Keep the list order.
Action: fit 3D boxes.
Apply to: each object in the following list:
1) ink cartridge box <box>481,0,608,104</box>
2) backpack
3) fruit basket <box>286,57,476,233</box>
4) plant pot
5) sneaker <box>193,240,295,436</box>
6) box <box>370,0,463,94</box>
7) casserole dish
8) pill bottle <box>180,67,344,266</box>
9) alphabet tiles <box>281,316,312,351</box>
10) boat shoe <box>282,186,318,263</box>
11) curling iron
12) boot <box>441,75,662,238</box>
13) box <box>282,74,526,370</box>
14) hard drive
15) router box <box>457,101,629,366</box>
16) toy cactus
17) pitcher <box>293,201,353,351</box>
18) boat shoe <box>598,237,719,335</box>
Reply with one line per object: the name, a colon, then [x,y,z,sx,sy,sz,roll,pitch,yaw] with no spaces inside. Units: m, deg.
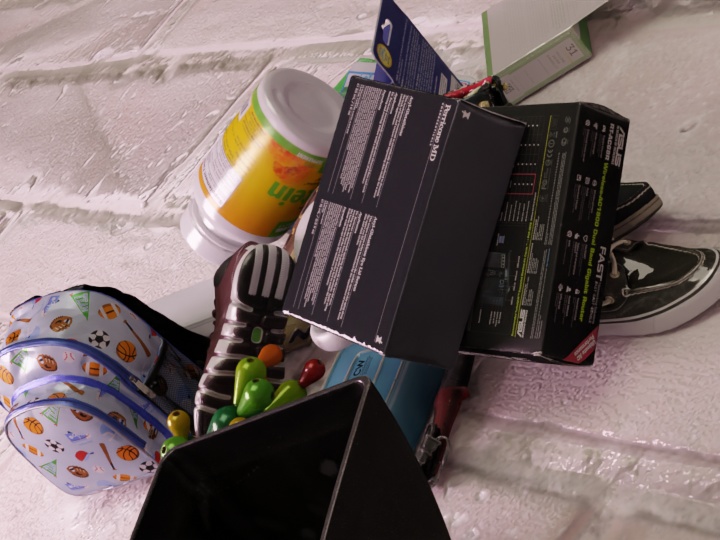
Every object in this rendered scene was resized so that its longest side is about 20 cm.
ink cartridge box: [0.216,-0.264,1.769,0.200,0.048,0.146,-30,29,20]
backpack: [-0.258,0.112,1.666,0.200,0.191,0.154,-24,28,32]
fruit basket: [0.008,-0.119,1.773,0.185,0.094,0.200,13,67,48]
plant pot: [-0.039,0.227,1.231,0.199,0.177,0.200,-23,31,32]
sneaker: [-0.112,0.065,1.630,0.116,0.076,0.200,-144,70,-70]
box: [0.065,-0.155,1.634,0.032,0.200,0.121,-27,30,26]
casserole dish: [0.006,0.113,1.494,0.121,0.039,0.200,-17,35,38]
pill bottle: [-0.098,-0.096,1.753,0.200,0.111,0.111,-50,18,35]
alphabet tiles: [-0.106,0.056,1.758,0.200,0.006,0.167,-16,36,39]
boat shoe: [-0.022,-0.063,1.694,0.200,0.072,0.068,-57,34,7]
curling iron: [0.077,0.099,1.429,0.200,0.026,0.050,-66,-1,-46]
boot: [0.144,-0.089,1.477,0.203,0.154,0.073,-9,22,49]
box: [0.032,-0.039,1.372,0.141,0.079,0.200,21,96,54]
hard drive: [-0.180,0.048,1.781,0.200,0.026,0.132,-21,16,26]
router box: [0.123,-0.029,1.372,0.150,0.062,0.200,4,83,50]
toy cactus: [-0.115,0.150,1.510,0.165,0.102,0.200,-44,-1,33]
pitcher: [0.000,0.000,1.561,0.172,0.121,0.200,-37,22,-16]
boat shoe: [0.196,0.009,1.371,0.200,0.064,0.071,-14,37,42]
